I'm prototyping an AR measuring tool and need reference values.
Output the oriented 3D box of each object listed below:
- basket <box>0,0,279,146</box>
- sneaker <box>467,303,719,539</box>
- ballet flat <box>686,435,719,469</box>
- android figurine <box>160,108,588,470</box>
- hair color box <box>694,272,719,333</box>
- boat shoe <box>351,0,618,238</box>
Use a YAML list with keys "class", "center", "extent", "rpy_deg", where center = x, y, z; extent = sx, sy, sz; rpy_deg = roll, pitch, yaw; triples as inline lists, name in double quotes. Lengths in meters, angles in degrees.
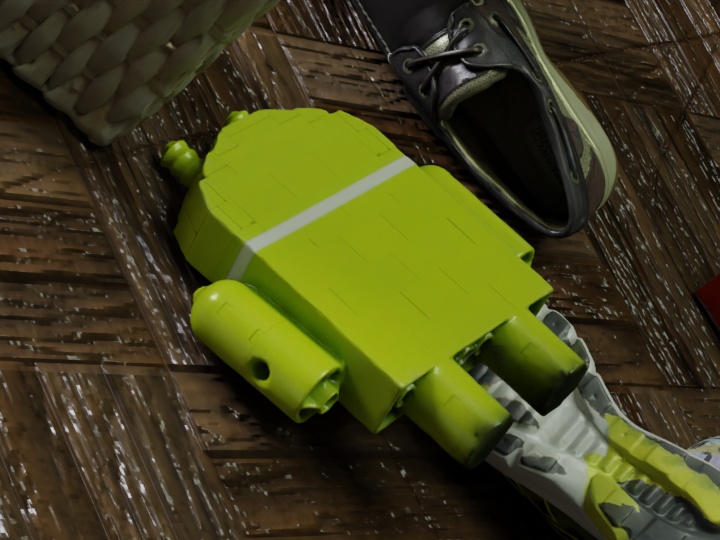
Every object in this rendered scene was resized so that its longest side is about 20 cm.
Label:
- class: "basket"
  center: [-0.096, -0.198, 1.191]
  extent: [0.198, 0.200, 0.161]
  rpy_deg: [41, 32, -17]
- class: "sneaker"
  center: [0.094, 0.090, 1.281]
  extent: [0.074, 0.085, 0.200]
  rpy_deg: [-38, 68, -19]
- class: "ballet flat"
  center: [0.243, 0.114, 1.455]
  extent: [0.200, 0.072, 0.072]
  rpy_deg: [20, 41, -43]
- class: "android figurine"
  center: [0.000, 0.000, 1.221]
  extent: [0.200, 0.041, 0.182]
  rpy_deg: [40, 39, 15]
- class: "hair color box"
  center: [0.281, 0.034, 1.610]
  extent: [0.200, 0.061, 0.102]
  rpy_deg: [-2, 58, -55]
- class: "boat shoe"
  center: [0.058, -0.102, 1.432]
  extent: [0.200, 0.073, 0.065]
  rpy_deg: [47, 24, -8]
